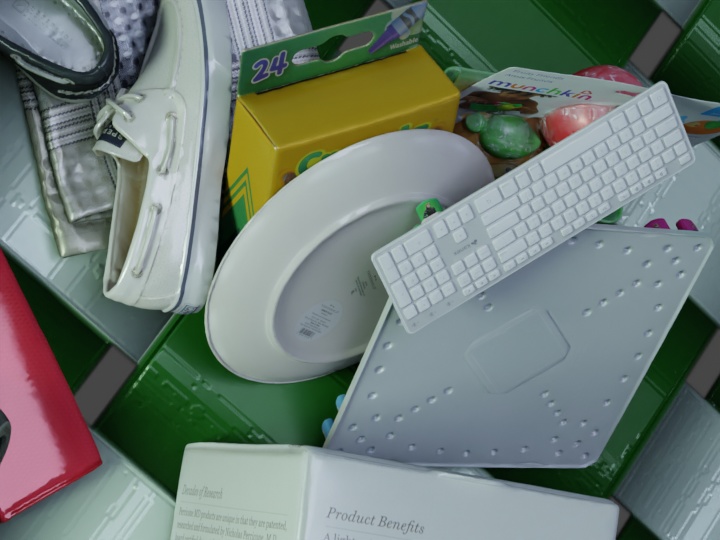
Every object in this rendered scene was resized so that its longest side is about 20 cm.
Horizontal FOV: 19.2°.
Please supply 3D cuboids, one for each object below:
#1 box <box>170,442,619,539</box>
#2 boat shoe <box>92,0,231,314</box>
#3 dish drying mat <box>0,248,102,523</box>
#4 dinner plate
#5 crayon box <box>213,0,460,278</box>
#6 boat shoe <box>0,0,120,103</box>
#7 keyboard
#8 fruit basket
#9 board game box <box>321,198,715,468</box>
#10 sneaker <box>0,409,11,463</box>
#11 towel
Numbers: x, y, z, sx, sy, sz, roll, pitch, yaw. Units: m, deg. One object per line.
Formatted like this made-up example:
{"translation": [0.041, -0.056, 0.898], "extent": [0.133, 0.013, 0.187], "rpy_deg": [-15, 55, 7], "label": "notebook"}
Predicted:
{"translation": [0.011, 0.178, 1.227], "extent": [0.198, 0.200, 0.132], "rpy_deg": [12, 82, -24], "label": "box"}
{"translation": [-0.120, -0.077, 1.235], "extent": [0.069, 0.071, 0.201], "rpy_deg": [6, 88, -24], "label": "boat shoe"}
{"translation": [-0.223, 0.041, 1.229], "extent": [0.077, 0.018, 0.201], "rpy_deg": [-29, 97, -24], "label": "dish drying mat"}
{"translation": [0.000, 0.000, 1.257], "extent": [0.199, 0.201, 0.024], "rpy_deg": [-16, 51, -26], "label": "dinner plate"}
{"translation": [-0.015, -0.053, 1.246], "extent": [0.125, 0.201, 0.052], "rpy_deg": [-18, 51, -26], "label": "crayon box"}
{"translation": [-0.218, -0.175, 1.214], "extent": [0.200, 0.060, 0.076], "rpy_deg": [34, 82, -6], "label": "boat shoe"}
{"translation": [0.100, -0.037, 1.213], "extent": [0.199, 0.011, 0.056], "rpy_deg": [-31, 122, -9], "label": "keyboard"}
{"translation": [0.124, -0.079, 1.307], "extent": [0.184, 0.200, 0.094], "rpy_deg": [7, 82, -25], "label": "fruit basket"}
{"translation": [0.093, 0.042, 1.304], "extent": [0.199, 0.201, 0.026], "rpy_deg": [4, 40, -25], "label": "board game box"}
{"translation": [-0.278, 0.145, 1.175], "extent": [0.079, 0.075, 0.200], "rpy_deg": [34, 73, 6], "label": "sneaker"}
{"translation": [-0.112, -0.117, 1.289], "extent": [0.192, 0.035, 0.201], "rpy_deg": [-13, 91, -26], "label": "towel"}
